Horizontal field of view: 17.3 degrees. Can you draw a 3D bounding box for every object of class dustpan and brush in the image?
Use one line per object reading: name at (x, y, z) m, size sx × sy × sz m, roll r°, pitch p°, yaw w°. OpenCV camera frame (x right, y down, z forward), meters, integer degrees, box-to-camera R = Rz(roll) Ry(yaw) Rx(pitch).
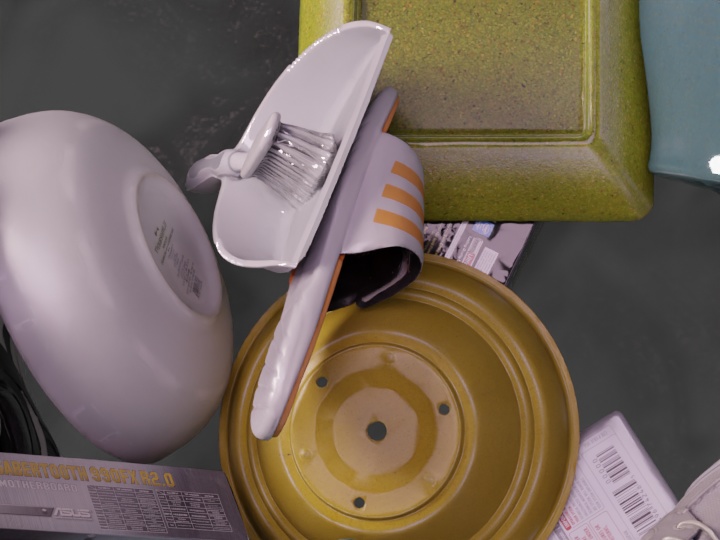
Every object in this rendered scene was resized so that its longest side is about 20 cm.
dustpan and brush at (-0.053, -0.057, 1.265) m, size 0.057 × 0.200 × 0.140 m, roll 24°, pitch 76°, yaw -9°

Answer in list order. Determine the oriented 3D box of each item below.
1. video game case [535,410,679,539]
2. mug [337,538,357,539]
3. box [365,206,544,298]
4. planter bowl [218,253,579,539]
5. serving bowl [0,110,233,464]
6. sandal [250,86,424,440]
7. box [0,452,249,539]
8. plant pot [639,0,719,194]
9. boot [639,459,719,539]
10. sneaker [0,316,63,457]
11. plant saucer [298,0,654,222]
video game case at (0.117, 0.207, 1.284) m, size 0.182 × 0.022 × 0.200 m, roll -32°, pitch 77°, yaw -1°
mug at (-0.029, 0.226, 1.188) m, size 0.114 × 0.185 × 0.152 m, roll -19°, pitch 57°, yaw 23°
box at (0.042, -0.081, 1.344) m, size 0.159 × 0.049 × 0.200 m, roll 24°, pitch 81°, yaw 8°
planter bowl at (0.014, 0.086, 1.255) m, size 0.200 × 0.083 × 0.201 m, roll -1°, pitch 85°, yaw 8°
serving bowl at (-0.123, 0.000, 1.261) m, size 0.066 × 0.200 × 0.200 m, roll -24°, pitch 75°, yaw 18°
sandal at (-0.003, 0.004, 1.210) m, size 0.059 × 0.079 × 0.207 m, roll 22°, pitch 61°, yaw -7°
box at (-0.181, 0.159, 1.200) m, size 0.158 × 0.200 × 0.048 m, roll -49°, pitch 49°, yaw 33°
plant pot at (0.236, -0.129, 1.269) m, size 0.200 × 0.200 × 0.188 m, roll 12°, pitch 92°, yaw 9°
boot at (0.170, 0.163, 1.227) m, size 0.074 × 0.096 × 0.200 m, roll 40°, pitch 84°, yaw 12°
sneaker at (-0.226, 0.053, 1.310) m, size 0.073 × 0.112 × 0.200 m, roll -32°, pitch 76°, yaw -3°
plant saucer at (0.062, -0.129, 1.304) m, size 0.199 × 0.048 × 0.200 m, roll 0°, pitch 78°, yaw 5°
